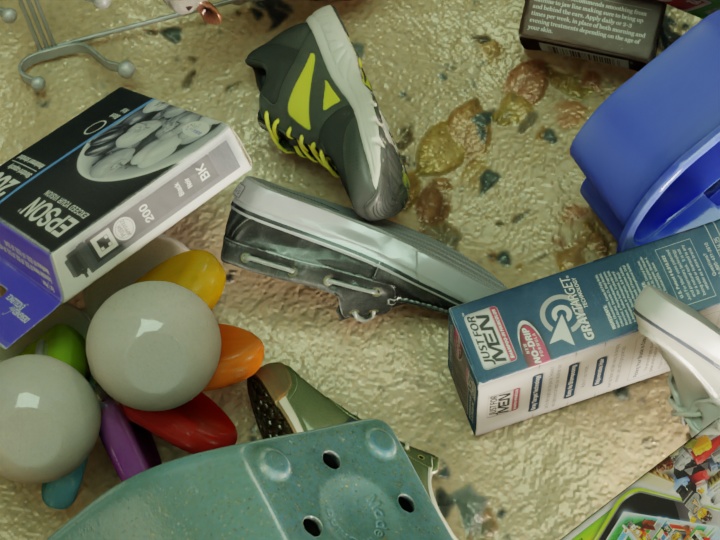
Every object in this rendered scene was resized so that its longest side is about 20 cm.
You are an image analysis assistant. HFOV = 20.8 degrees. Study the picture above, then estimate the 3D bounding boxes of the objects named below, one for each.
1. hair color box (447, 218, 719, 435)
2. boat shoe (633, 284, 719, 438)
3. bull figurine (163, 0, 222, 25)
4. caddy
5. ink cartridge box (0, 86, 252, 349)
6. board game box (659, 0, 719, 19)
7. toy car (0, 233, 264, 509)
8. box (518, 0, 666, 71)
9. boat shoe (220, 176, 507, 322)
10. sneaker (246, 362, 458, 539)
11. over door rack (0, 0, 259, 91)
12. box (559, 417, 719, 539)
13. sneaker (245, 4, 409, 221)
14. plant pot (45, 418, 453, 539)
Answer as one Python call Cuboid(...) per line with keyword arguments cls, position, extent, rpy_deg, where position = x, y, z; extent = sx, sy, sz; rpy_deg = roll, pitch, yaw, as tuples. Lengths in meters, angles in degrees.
Cuboid(cls="hair color box", position=(0.160, 0.037, 1.300), extent=(0.200, 0.100, 0.061), rpy_deg=(-18, 66, -7))
Cuboid(cls="boat shoe", position=(0.231, 0.084, 1.240), extent=(0.065, 0.200, 0.074), rpy_deg=(-50, 28, 3))
Cuboid(cls="bull figurine", position=(-0.053, -0.228, 1.384), extent=(0.200, 0.121, 0.065), rpy_deg=(-11, 67, -45))
Cuboid(cls="caddy", position=(0.238, -0.082, 1.325), extent=(0.200, 0.141, 0.105), rpy_deg=(-39, 64, -4))
Cuboid(cls="ink cartridge box", position=(-0.195, -0.043, 1.312), extent=(0.200, 0.043, 0.198), rpy_deg=(-38, 27, -16))
Cuboid(cls="board game box", position=(0.278, -0.185, 1.351), extent=(0.200, 0.095, 0.030), rpy_deg=(13, 82, -33))
Cuboid(cls="toy car", position=(-0.155, 0.079, 1.273), extent=(0.200, 0.175, 0.150), rpy_deg=(-31, 109, 3))
Cuboid(cls="box", position=(0.182, -0.249, 1.407), extent=(0.100, 0.075, 0.200), rpy_deg=(13, 92, 8))
Cuboid(cls="boat shoe", position=(0.000, 0.000, 1.344), extent=(0.200, 0.072, 0.071), rpy_deg=(21, 101, 0))
Cuboid(cls="sneaker", position=(0.007, 0.137, 1.286), extent=(0.090, 0.067, 0.200), rpy_deg=(-21, 63, -21))
Cuboid(cls="over door rack", position=(-0.166, -0.217, 1.395), extent=(0.200, 0.148, 0.067), rpy_deg=(-23, 47, -8))
Cuboid(cls="box", position=(0.182, 0.192, 1.210), extent=(0.200, 0.035, 0.110), rpy_deg=(-42, 67, 19))
Cuboid(cls="sneaker", position=(-0.025, -0.099, 1.380), extent=(0.085, 0.075, 0.200), rpy_deg=(-23, 46, 4))
Cuboid(cls="plant pot", position=(-0.048, 0.192, 1.142), extent=(0.196, 0.200, 0.196), rpy_deg=(-6, 59, -44))
